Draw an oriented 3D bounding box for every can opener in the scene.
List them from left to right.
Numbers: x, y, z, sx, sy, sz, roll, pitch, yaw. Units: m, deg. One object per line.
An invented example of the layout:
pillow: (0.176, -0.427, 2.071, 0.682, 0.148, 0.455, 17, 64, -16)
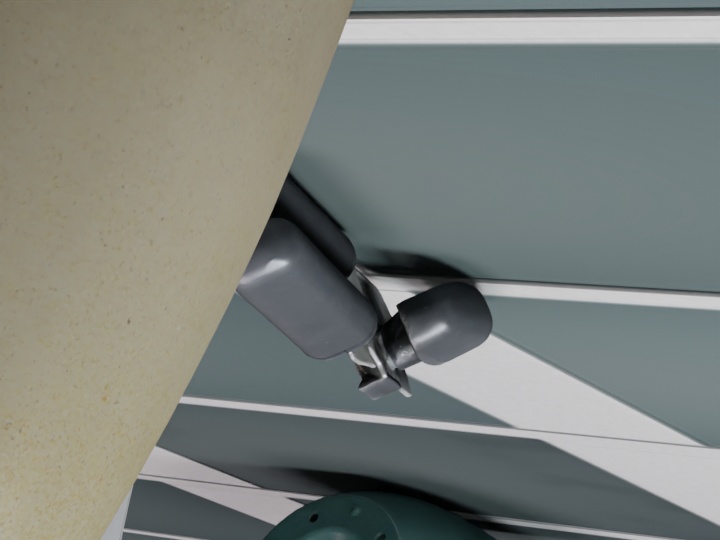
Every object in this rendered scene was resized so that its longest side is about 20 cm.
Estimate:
can opener: (0.000, 0.000, 1.071, 0.067, 0.054, 0.200, -23, 160, 8)

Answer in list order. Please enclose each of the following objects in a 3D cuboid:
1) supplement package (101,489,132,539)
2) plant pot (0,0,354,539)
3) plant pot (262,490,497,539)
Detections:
supplement package: (-0.250, 0.128, 1.710, 0.199, 0.121, 0.121, 17, 166, -23)
plant pot: (-0.113, -0.004, 0.767, 0.186, 0.201, 0.187, 13, 168, 3)
plant pot: (0.014, 0.230, 1.751, 0.200, 0.201, 0.161, 2, 150, 41)
